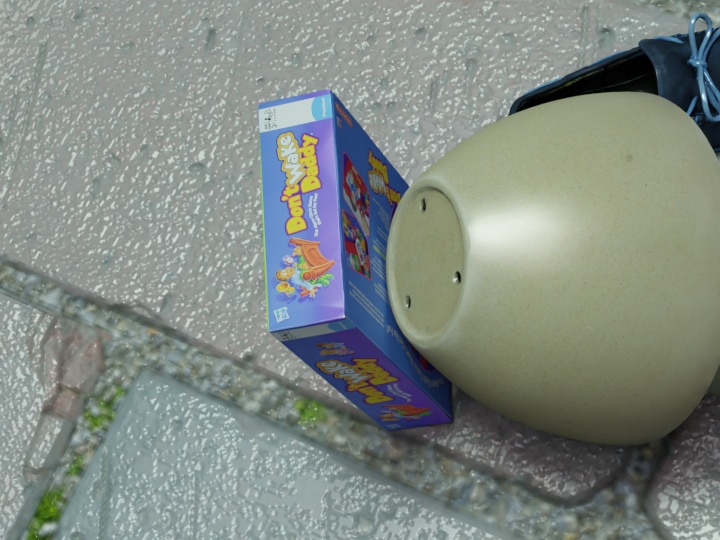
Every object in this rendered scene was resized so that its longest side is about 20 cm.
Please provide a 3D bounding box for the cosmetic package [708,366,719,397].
[{"bbox_3d":[0.267,0.042,1.074,0.200,0.071,0.105,26,79,23],"label":"cosmetic package"}]

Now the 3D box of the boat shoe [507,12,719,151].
[{"bbox_3d":[0.187,-0.104,1.155,0.200,0.069,0.084,-24,65,6],"label":"boat shoe"}]

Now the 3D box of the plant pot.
[{"bbox_3d":[0.093,-0.002,1.049,0.134,0.200,0.201,1,63,-28],"label":"plant pot"}]

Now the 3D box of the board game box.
[{"bbox_3d":[0.000,0.000,1.096,0.045,0.200,0.135,-10,67,16],"label":"board game box"}]
